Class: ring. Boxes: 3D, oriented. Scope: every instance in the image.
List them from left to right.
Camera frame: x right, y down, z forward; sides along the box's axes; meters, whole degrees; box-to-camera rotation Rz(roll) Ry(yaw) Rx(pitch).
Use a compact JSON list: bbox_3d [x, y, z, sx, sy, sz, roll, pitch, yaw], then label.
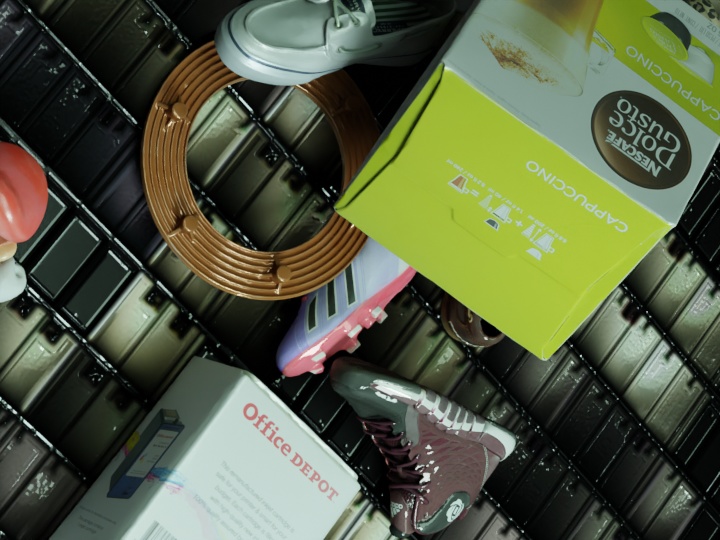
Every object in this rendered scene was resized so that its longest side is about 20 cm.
[{"bbox_3d":[-0.068,-0.079,1.716,0.200,0.019,0.201,3,83,-27],"label":"ring"}]

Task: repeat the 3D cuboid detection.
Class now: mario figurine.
[{"bbox_3d":[-0.302,-0.018,1.573,0.200,0.106,0.124,-35,152,-14],"label":"mario figurine"}]

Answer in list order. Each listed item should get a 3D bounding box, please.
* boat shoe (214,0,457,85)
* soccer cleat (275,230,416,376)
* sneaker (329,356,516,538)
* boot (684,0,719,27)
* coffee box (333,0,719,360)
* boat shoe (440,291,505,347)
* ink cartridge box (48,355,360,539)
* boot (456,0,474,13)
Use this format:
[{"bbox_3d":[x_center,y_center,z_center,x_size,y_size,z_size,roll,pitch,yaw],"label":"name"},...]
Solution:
[{"bbox_3d":[-0.016,-0.188,1.719,0.200,0.067,0.074,-13,68,-41],"label":"boat shoe"},{"bbox_3d":[0.000,0.000,1.781,0.200,0.067,0.076,-43,80,-12],"label":"soccer cleat"},{"bbox_3d":[0.035,0.147,1.802,0.200,0.076,0.116,28,86,-41],"label":"sneaker"},{"bbox_3d":[0.226,-0.134,1.902,0.150,0.073,0.200,-7,95,-33],"label":"boot"},{"bbox_3d":[0.135,-0.098,1.695,0.200,0.200,0.198,35,51,-3],"label":"coffee box"},{"bbox_3d":[0.120,-0.035,1.837,0.070,0.070,0.200,15,86,-14],"label":"boat shoe"},{"bbox_3d":[-0.117,0.185,1.705,0.145,0.087,0.200,46,73,-30],"label":"ink cartridge box"},{"bbox_3d":[0.144,-0.276,1.824,0.200,0.074,0.096,-48,162,9],"label":"boot"}]
